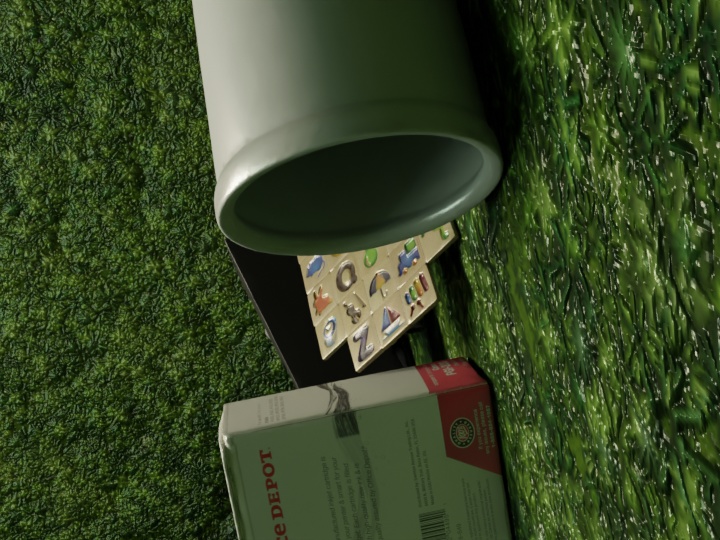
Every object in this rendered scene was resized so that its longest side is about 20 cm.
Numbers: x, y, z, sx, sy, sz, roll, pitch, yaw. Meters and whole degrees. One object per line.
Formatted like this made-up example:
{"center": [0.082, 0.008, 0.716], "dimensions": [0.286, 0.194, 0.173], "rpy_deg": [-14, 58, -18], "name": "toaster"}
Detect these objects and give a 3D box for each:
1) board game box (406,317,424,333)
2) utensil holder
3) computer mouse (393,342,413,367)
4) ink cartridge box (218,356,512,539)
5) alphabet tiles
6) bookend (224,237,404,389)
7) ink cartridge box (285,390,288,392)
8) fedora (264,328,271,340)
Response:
{"center": [0.015, -0.045, 0.976], "dimensions": [0.201, 0.061, 0.201], "rpy_deg": [-108, 9, -52], "name": "board game box"}
{"center": [-0.018, -0.133, 0.645], "dimensions": [0.170, 0.168, 0.202], "rpy_deg": [98, 162, -71], "name": "utensil holder"}
{"center": [0.037, 0.171, 1.189], "dimensions": [0.139, 0.052, 0.201], "rpy_deg": [-108, 10, -55], "name": "computer mouse"}
{"center": [0.002, 0.160, 0.808], "dimensions": [0.085, 0.198, 0.147], "rpy_deg": [-129, 28, -77], "name": "ink cartridge box"}
{"center": [0.006, -0.027, 0.859], "dimensions": [0.166, 0.006, 0.201], "rpy_deg": [-45, 45, 33], "name": "alphabet tiles"}
{"center": [-0.038, 0.061, 1.024], "dimensions": [0.201, 0.092, 0.199], "rpy_deg": [62, 173, 13], "name": "bookend"}
{"center": [-0.007, 0.216, 1.232], "dimensions": [0.200, 0.039, 0.100], "rpy_deg": [45, -165, -19], "name": "ink cartridge box"}
{"center": [-0.036, 0.103, 1.412], "dimensions": [0.177, 0.090, 0.200], "rpy_deg": [37, 175, 37], "name": "fedora"}
